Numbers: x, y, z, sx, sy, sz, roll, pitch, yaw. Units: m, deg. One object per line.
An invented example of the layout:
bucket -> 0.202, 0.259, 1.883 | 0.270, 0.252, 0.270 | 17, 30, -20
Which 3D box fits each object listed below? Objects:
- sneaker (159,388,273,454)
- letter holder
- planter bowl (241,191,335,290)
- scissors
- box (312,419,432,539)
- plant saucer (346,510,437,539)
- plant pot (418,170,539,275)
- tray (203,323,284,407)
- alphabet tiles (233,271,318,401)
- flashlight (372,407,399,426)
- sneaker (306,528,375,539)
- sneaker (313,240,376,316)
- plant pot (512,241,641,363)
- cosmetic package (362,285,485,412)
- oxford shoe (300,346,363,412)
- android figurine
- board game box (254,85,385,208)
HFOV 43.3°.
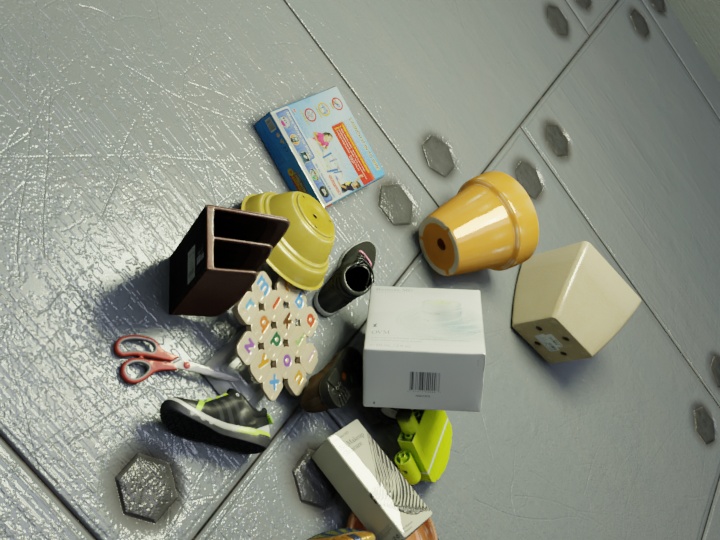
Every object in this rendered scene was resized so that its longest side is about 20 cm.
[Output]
sneaker -> -0.217, 0.217, 1.376 | 0.199, 0.071, 0.083 | 30, 49, -38
letter holder -> -0.196, -0.005, 1.378 | 0.141, 0.200, 0.101 | 7, 66, -26
planter bowl -> -0.102, -0.071, 1.541 | 0.200, 0.083, 0.201 | 43, 25, -25
scissors -> -0.275, 0.135, 1.378 | 0.199, 0.014, 0.074 | 4, 68, -32
box -> 0.018, 0.350, 1.477 | 0.082, 0.068, 0.200 | -27, 70, -44
plant saucer -> 0.048, 0.465, 1.520 | 0.199, 0.037, 0.202 | 19, 59, -34
plant pot -> 0.225, -0.078, 1.829 | 0.182, 0.200, 0.201 | -24, 87, -30
tray -> -0.164, 0.142, 1.484 | 0.108, 0.022, 0.200 | 54, 46, -10
alphabet tiles -> -0.135, 0.104, 1.474 | 0.201, 0.015, 0.196 | 59, 39, -29
flashlight -> 0.083, 0.185, 1.656 | 0.068, 0.068, 0.201 | 40, 51, -21
sneaker -> -0.064, 0.460, 1.396 | 0.199, 0.075, 0.089 | -11, 91, -27
sneaker -> 0.000, 0.000, 1.641 | 0.071, 0.099, 0.200 | 49, 45, -11
plant pot -> 0.443, 0.085, 1.946 | 0.200, 0.200, 0.178 | 43, 59, -18
cosmetic package -> 0.108, 0.128, 1.554 | 0.200, 0.198, 0.124 | -83, 174, -61
oxford shoe -> -0.048, 0.183, 1.537 | 0.073, 0.084, 0.200 | 65, 24, -3
android figurine -> 0.114, 0.291, 1.606 | 0.183, 0.041, 0.201 | -65, 144, -37
board game box -> -0.073, -0.226, 1.708 | 0.195, 0.056, 0.201 | -32, 94, -45
